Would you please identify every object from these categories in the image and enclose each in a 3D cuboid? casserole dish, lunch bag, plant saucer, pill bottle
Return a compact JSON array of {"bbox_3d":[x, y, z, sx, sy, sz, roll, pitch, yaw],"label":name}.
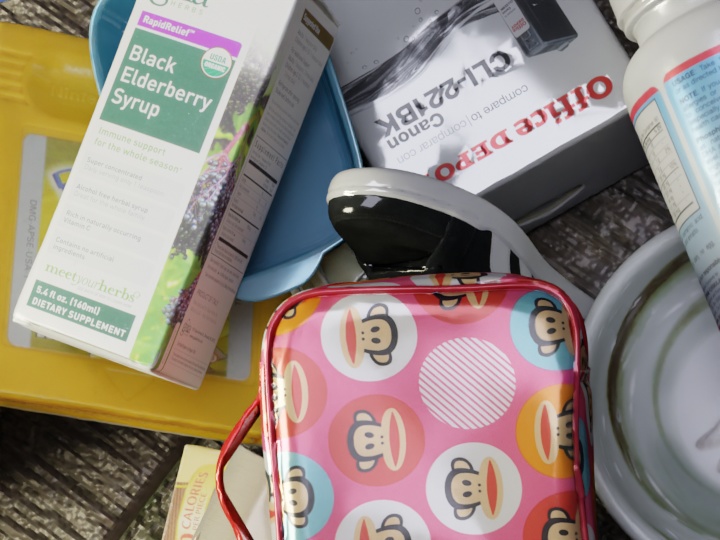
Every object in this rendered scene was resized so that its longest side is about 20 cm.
[{"bbox_3d":[-0.064,-0.076,1.474,0.121,0.039,0.200,-21,73,12],"label":"casserole dish"},{"bbox_3d":[0.021,0.102,1.346,0.176,0.082,0.200,-2,89,4],"label":"lunch bag"},{"bbox_3d":[0.204,0.067,1.450,0.200,0.050,0.200,-1,74,4],"label":"plant saucer"},{"bbox_3d":[0.193,-0.064,1.406,0.109,0.109,0.200,-22,75,6],"label":"pill bottle"}]

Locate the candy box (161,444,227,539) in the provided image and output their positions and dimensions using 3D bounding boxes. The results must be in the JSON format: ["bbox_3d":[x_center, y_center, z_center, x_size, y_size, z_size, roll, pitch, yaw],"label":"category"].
[{"bbox_3d":[-0.004,0.166,1.475,0.200,0.055,0.115,11,80,14],"label":"candy box"}]

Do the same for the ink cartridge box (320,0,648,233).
[{"bbox_3d":[0.047,-0.119,1.523,0.144,0.084,0.200,-30,72,-1],"label":"ink cartridge box"}]

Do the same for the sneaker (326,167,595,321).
[{"bbox_3d":[0.050,0.037,1.421,0.073,0.200,0.112,-7,60,42],"label":"sneaker"}]

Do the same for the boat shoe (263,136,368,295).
[{"bbox_3d":[0.000,0.000,1.496,0.062,0.072,0.200,-26,84,51],"label":"boat shoe"}]

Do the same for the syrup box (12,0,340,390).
[{"bbox_3d":[-0.088,-0.051,1.413,0.079,0.081,0.200,20,86,17],"label":"syrup box"}]

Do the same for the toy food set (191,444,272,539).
[{"bbox_3d":[-0.004,0.192,1.417,0.200,0.060,0.144,26,87,8],"label":"toy food set"}]

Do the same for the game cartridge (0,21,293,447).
[{"bbox_3d":[-0.117,-0.019,1.497,0.176,0.032,0.200,10,71,-19],"label":"game cartridge"}]

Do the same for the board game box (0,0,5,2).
[{"bbox_3d":[-0.217,-0.199,1.545,0.134,0.200,0.045,-14,72,8],"label":"board game box"}]
